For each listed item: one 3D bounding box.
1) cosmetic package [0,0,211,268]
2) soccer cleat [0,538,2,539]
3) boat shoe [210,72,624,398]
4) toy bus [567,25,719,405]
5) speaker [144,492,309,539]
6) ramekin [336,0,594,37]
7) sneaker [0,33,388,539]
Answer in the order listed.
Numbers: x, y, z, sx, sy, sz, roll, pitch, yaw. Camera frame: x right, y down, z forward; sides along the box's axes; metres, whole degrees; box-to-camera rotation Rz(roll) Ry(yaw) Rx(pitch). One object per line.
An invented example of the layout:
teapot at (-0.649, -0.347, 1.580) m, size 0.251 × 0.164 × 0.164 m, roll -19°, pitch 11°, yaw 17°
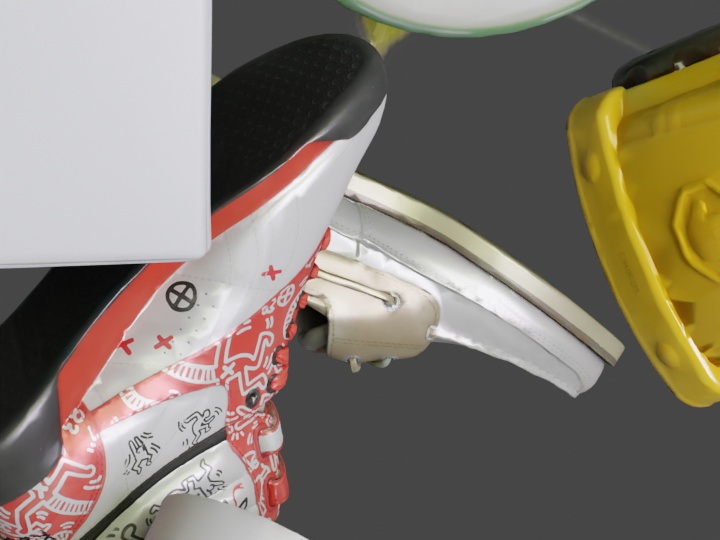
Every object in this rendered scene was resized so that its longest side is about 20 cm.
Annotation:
cosmetic package at (-0.118, -0.126, 0.860) m, size 0.122 × 0.200 × 0.200 m, roll -3°, pitch 109°, yaw -13°
soccer cleat at (-0.167, 0.131, 0.908) m, size 0.200 × 0.085 × 0.069 m, roll -44°, pitch 98°, yaw -19°
boat shoe at (0.000, 0.000, 0.998) m, size 0.199 × 0.075 × 0.069 m, roll 30°, pitch 90°, yaw -14°
toy bus at (0.206, -0.051, 0.998) m, size 0.199 × 0.192 × 0.136 m, roll -23°, pitch 89°, yaw -28°
speaker at (-0.067, 0.172, 0.854) m, size 0.081 × 0.081 × 0.201 m, roll 30°, pitch 72°, yaw -13°
ramekin at (0.034, -0.179, 0.966) m, size 0.199 × 0.098 × 0.201 m, roll -5°, pitch 117°, yaw -11°
sneaker at (-0.047, 0.021, 0.932) m, size 0.201 × 0.067 × 0.108 m, roll -48°, pitch 128°, yaw -10°
